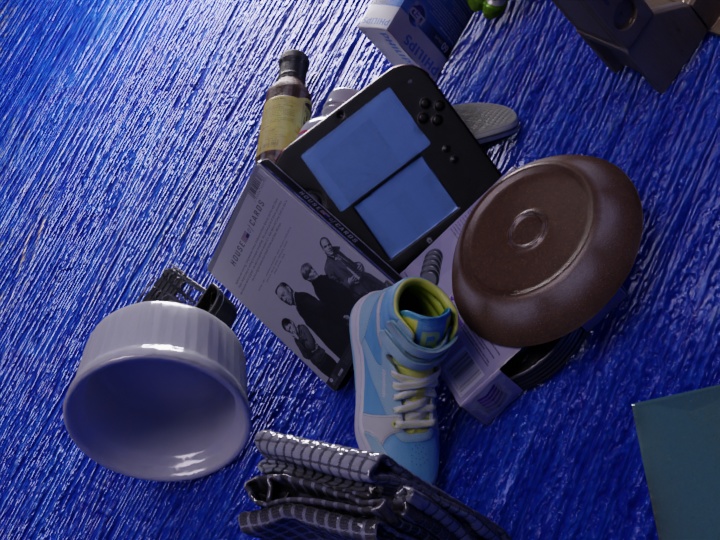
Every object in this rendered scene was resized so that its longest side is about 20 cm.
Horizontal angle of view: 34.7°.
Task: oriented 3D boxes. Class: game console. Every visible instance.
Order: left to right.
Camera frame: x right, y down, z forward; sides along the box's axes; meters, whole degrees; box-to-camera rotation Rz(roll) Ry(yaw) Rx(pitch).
[{"bbox_3d":[0.026,-0.095,1.190,0.199,0.031,0.178,-36,78,2],"label":"game console"}]

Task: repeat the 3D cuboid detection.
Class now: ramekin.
[{"bbox_3d":[-0.213,0.127,1.241,0.199,0.200,0.099,-30,36,23],"label":"ramekin"}]

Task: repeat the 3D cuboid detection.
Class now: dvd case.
[{"bbox_3d":[-0.061,0.005,1.188,0.200,0.025,0.151,42,124,17],"label":"dvd case"}]

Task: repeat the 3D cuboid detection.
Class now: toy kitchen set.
[{"bbox_3d":[0.304,-0.289,1.068,0.201,0.180,0.163,-54,41,2],"label":"toy kitchen set"}]

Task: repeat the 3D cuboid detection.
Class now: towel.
[{"bbox_3d":[0.012,0.214,0.955,0.164,0.199,0.087,2,63,45],"label":"towel"}]

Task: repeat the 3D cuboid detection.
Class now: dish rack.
[{"bbox_3d":[-0.241,0.069,1.417,0.154,0.054,0.199,-55,39,-6],"label":"dish rack"}]

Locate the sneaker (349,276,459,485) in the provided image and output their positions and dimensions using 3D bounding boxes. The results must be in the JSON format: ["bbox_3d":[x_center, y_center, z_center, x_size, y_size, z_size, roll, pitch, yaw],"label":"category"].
[{"bbox_3d":[0.046,0.101,1.036,0.130,0.078,0.203,140,122,-60],"label":"sneaker"}]

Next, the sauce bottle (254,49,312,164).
[{"bbox_3d":[-0.094,-0.196,1.467,0.064,0.065,0.203,-18,51,33],"label":"sauce bottle"}]

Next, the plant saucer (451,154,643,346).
[{"bbox_3d":[0.159,-0.029,1.050,0.198,0.037,0.203,-23,48,28],"label":"plant saucer"}]

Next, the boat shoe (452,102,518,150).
[{"bbox_3d":[0.077,-0.125,1.244,0.197,0.063,0.075,-22,37,2],"label":"boat shoe"}]

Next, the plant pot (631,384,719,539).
[{"bbox_3d":[0.309,0.151,0.775,0.198,0.141,0.143,-21,48,21],"label":"plant pot"}]

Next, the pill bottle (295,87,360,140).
[{"bbox_3d":[-0.037,-0.100,1.307,0.108,0.109,0.202,6,65,45],"label":"pill bottle"}]

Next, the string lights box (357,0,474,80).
[{"bbox_3d":[0.091,-0.338,1.368,0.059,0.103,0.202,19,75,48],"label":"string lights box"}]

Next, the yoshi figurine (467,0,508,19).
[{"bbox_3d":[0.186,-0.386,1.315,0.111,0.112,0.202,19,78,42],"label":"yoshi figurine"}]

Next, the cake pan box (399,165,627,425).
[{"bbox_3d":[0.135,0.021,1.101,0.184,0.052,0.201,-46,40,10],"label":"cake pan box"}]
